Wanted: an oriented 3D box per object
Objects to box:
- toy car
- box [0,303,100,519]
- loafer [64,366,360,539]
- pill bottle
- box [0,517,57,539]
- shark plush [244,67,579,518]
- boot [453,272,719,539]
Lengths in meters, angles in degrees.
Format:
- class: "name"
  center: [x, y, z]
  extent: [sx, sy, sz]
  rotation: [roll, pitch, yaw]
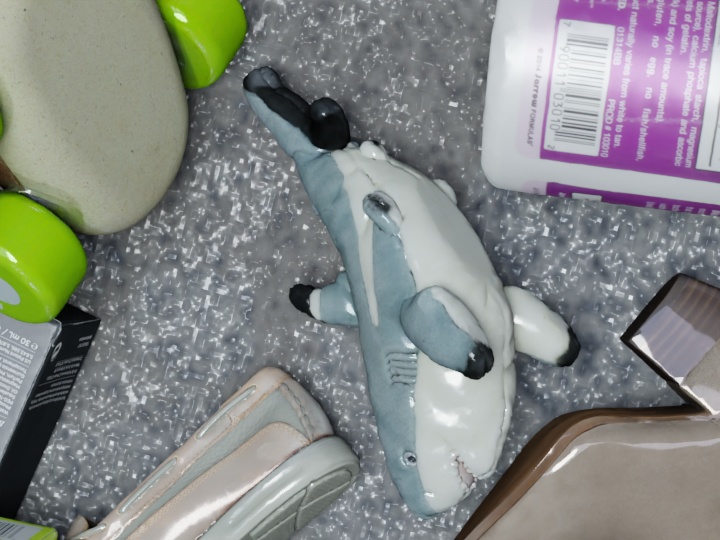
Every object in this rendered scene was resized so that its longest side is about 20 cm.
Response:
- class: "toy car"
  center: [-0.180, -0.095, 0.866]
  extent: [0.199, 0.158, 0.165]
  rotation: [13, 57, 31]
- class: "box"
  center: [-0.237, 0.044, 0.902]
  extent: [0.199, 0.079, 0.142]
  rotation: [25, 92, 6]
- class: "loafer"
  center: [-0.094, 0.121, 0.897]
  extent: [0.199, 0.072, 0.063]
  rotation: [-36, 70, 0]
- class: "pill bottle"
  center: [0.154, -0.077, 0.836]
  extent: [0.198, 0.112, 0.113]
  rotation: [8, 92, 6]
- class: "box"
  center: [-0.200, 0.195, 0.844]
  extent: [0.121, 0.048, 0.202]
  rotation: [11, 97, 8]
- class: "shark plush"
  center: [0.000, 0.000, 0.858]
  extent: [0.083, 0.091, 0.200]
  rotation: [-41, 82, 27]
- class: "boot"
  center: [0.140, 0.105, 0.864]
  extent: [0.146, 0.070, 0.200]
  rotation: [40, 101, -2]
